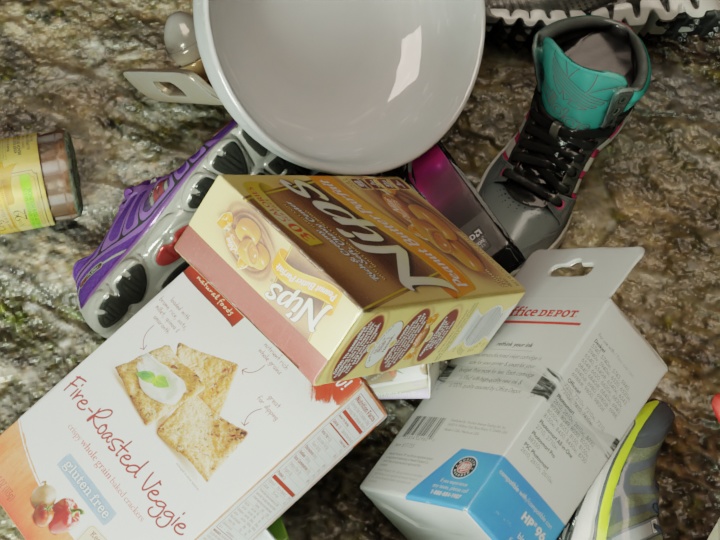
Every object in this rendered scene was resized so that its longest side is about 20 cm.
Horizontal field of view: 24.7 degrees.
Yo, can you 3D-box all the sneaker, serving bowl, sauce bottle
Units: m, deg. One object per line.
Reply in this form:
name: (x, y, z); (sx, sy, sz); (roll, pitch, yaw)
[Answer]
sneaker: (0.158, 0.173, 0.991); (0.080, 0.074, 0.201); (21, 70, 1)
sneaker: (0.161, -0.206, 1.172); (0.198, 0.066, 0.091); (-5, 81, -7)
sneaker: (0.133, -0.093, 1.091); (0.083, 0.121, 0.201); (26, 66, 14)
sneaker: (-0.116, -0.047, 1.070); (0.200, 0.081, 0.084); (-43, 49, 4)
serving bowl: (-0.021, -0.158, 1.023); (0.199, 0.066, 0.202); (0, 90, -31)
sauce bottle: (-0.288, -0.046, 1.103); (0.198, 0.065, 0.065); (-12, 63, -4)

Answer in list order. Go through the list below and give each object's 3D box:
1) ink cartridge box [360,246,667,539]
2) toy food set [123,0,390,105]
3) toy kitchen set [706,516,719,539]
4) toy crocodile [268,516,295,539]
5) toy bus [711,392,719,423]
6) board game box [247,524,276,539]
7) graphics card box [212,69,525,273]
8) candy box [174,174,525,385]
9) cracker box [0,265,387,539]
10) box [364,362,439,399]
ink cartridge box: (0.104, 0.080, 0.999); (0.068, 0.116, 0.200); (48, 67, -23)
toy food set: (-0.059, -0.181, 1.124); (0.200, 0.143, 0.061); (-38, 110, -17)
toy kitchen set: (0.307, 0.211, 0.910); (0.198, 0.163, 0.182); (0, 62, 1)
toy crocodile: (-0.062, 0.164, 0.991); (0.061, 0.068, 0.201); (-22, 62, -5)
toy bus: (0.304, 0.033, 1.034); (0.191, 0.136, 0.201); (-23, 61, 6)
board game box: (-0.121, 0.220, 0.939); (0.200, 0.026, 0.200); (-44, 62, 1)
graphics card box: (0.003, -0.049, 1.088); (0.125, 0.051, 0.201); (-36, 67, 7)
candy box: (0.000, 0.000, 0.938); (0.115, 0.200, 0.055); (42, 111, 22)
cracker box: (-0.103, 0.095, 0.933); (0.200, 0.058, 0.134); (-42, 61, -6)
box: (-0.050, 0.057, 1.026); (0.198, 0.041, 0.039); (-2, 105, 12)
